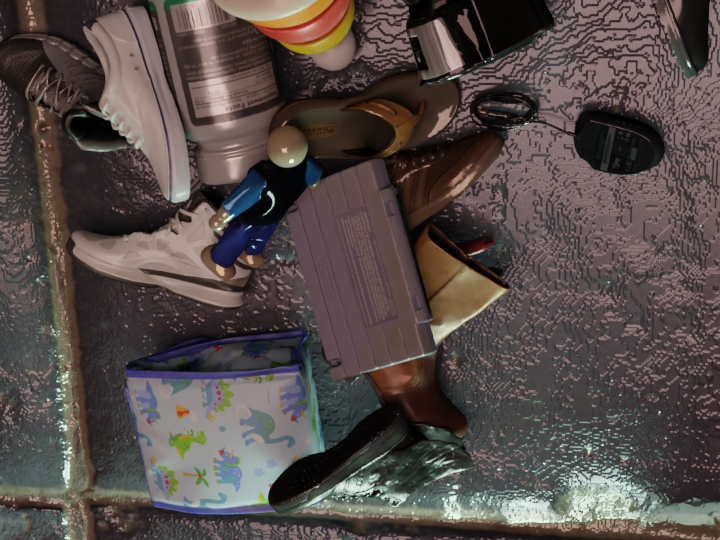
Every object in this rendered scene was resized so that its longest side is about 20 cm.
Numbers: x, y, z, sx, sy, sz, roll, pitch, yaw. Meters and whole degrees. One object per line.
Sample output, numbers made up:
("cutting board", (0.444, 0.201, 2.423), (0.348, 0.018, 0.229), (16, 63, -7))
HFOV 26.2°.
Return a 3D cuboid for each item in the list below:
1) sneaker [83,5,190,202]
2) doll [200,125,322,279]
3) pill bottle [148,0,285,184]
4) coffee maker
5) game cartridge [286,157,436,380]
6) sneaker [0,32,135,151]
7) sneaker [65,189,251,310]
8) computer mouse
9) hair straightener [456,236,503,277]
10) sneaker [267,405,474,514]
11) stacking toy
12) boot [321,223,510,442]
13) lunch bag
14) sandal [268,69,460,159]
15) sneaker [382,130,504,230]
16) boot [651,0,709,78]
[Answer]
("sneaker", (-0.222, -0.159, 1.530), (0.070, 0.073, 0.202), (-16, 85, -15))
("doll", (-0.098, -0.067, 1.519), (0.049, 0.136, 0.200), (52, 140, 17))
("pill bottle", (-0.138, -0.195, 1.545), (0.112, 0.113, 0.202), (-7, 108, 14))
("coffee maker", (0.102, -0.299, 1.449), (0.191, 0.135, 0.201), (-24, 103, 17))
("game cartridge", (0.000, 0.000, 1.557), (0.129, 0.038, 0.202), (-17, 87, 33))
("sneaker", (-0.300, -0.179, 1.581), (0.199, 0.116, 0.076), (22, 113, 3))
("sneaker", (-0.206, -0.040, 1.645), (0.199, 0.076, 0.116), (15, 103, -3))
("computer mouse", (0.206, -0.143, 1.543), (0.198, 0.034, 0.059), (18, 128, 10))
("hair straightener", (0.056, 0.027, 1.622), (0.198, 0.041, 0.078), (-17, 105, 17))
("sneaker", (0.010, 0.214, 1.604), (0.199, 0.060, 0.104), (-35, 119, 1))
("stacking toy", (-0.054, -0.258, 1.487), (0.145, 0.200, 0.147), (-7, 64, 15))
("boot", (0.086, 0.070, 1.603), (0.188, 0.069, 0.200), (42, 119, -4))
("lunch bag", (-0.144, 0.166, 1.666), (0.198, 0.128, 0.172), (-8, 108, 4))
("sandal", (0.009, -0.146, 1.531), (0.198, 0.055, 0.082), (-9, 120, -18))
("sneaker", (0.052, -0.091, 1.566), (0.199, 0.071, 0.076), (-37, 99, 20))
("boot", (0.366, -0.289, 1.442), (0.199, 0.066, 0.166), (-21, 105, 13))
